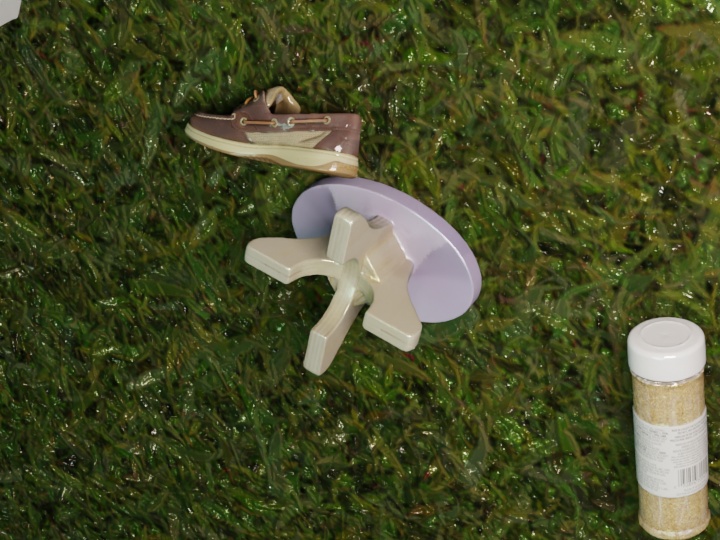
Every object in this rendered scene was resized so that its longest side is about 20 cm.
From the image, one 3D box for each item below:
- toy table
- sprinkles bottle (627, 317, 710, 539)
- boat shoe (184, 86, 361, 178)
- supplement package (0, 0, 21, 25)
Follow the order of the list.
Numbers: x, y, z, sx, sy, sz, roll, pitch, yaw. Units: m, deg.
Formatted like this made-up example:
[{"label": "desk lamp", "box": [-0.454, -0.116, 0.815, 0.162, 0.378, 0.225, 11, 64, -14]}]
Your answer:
[{"label": "toy table", "box": [0.000, 0.000, 1.558, 0.199, 0.117, 0.185, 18, 126, 25]}, {"label": "sprinkles bottle", "box": [0.277, 0.143, 1.493, 0.068, 0.068, 0.202, 9, 122, 29]}, {"label": "boat shoe", "box": [-0.080, -0.137, 1.569, 0.199, 0.072, 0.073, 15, 95, 38]}, {"label": "supplement package", "box": [-0.453, -0.318, 1.610, 0.199, 0.191, 0.148, 34, 130, 12]}]
